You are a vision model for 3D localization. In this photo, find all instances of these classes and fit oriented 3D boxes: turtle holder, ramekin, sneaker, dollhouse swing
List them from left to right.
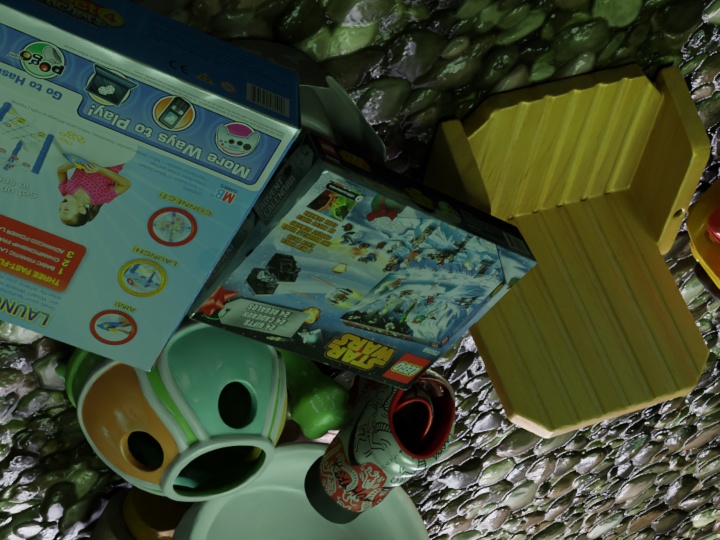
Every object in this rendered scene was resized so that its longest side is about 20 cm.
[{"bbox_3d":[-0.110,0.092,1.151,0.141,0.132,0.186,-40,146,13],"label":"turtle holder"},{"bbox_3d":[-0.053,0.235,1.252,0.200,0.201,0.098,-11,170,-27],"label":"ramekin"},{"bbox_3d":[0.037,0.097,1.229,0.108,0.067,0.201,-40,-170,37],"label":"sneaker"},{"bbox_3d":[0.166,-0.013,1.186,0.200,0.176,0.182,-14,144,-22],"label":"dollhouse swing"}]

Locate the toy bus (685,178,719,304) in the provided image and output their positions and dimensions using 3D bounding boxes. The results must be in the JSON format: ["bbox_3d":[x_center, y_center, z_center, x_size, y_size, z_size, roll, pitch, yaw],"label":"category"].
[{"bbox_3d":[0.318,-0.019,1.288,0.136,0.200,0.192,-45,135,12],"label":"toy bus"}]

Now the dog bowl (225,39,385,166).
[{"bbox_3d":[-0.086,-0.060,1.036,0.200,0.059,0.200,-21,145,-15],"label":"dog bowl"}]

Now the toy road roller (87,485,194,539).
[{"bbox_3d":[-0.114,0.249,1.343,0.200,0.146,0.123,-2,137,-36],"label":"toy road roller"}]

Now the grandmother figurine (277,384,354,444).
[{"bbox_3d":[-0.092,0.120,1.273,0.200,0.061,0.121,0,145,-34],"label":"grandmother figurine"}]

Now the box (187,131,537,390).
[{"bbox_3d":[0.000,0.000,1.071,0.200,0.040,0.137,22,121,-42],"label":"box"}]

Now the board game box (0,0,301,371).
[{"bbox_3d":[-0.164,-0.057,0.908,0.200,0.056,0.196,22,125,-19],"label":"board game box"}]
